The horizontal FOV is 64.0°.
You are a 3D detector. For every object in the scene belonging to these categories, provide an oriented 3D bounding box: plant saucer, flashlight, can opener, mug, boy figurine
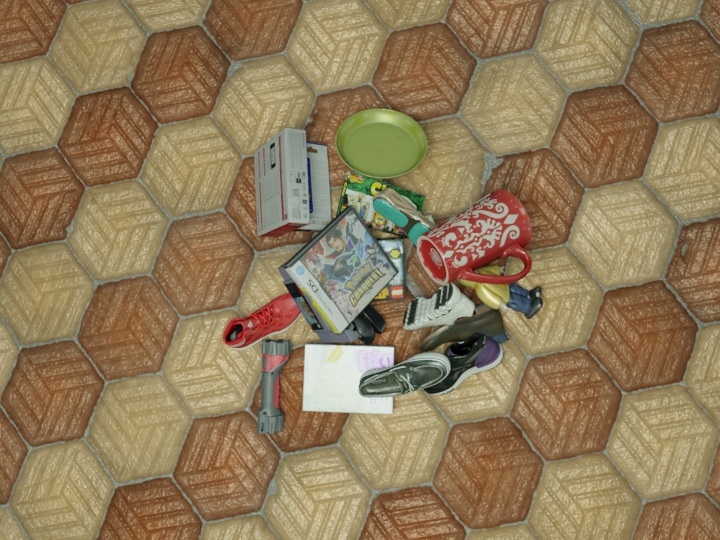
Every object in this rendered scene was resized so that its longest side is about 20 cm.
[{"bbox_3d":[0.045,-0.269,1.246,0.198,0.031,0.202,1,59,-1],"label":"plant saucer"},{"bbox_3d":[-0.190,0.254,1.277,0.067,0.068,0.202,1,89,5],"label":"flashlight"},{"bbox_3d":[-0.037,0.085,1.259,0.200,0.063,0.079,41,51,-6],"label":"can opener"},{"bbox_3d":[0.233,-0.053,1.140,0.199,0.177,0.134,-26,128,-17],"label":"mug"},{"bbox_3d":[0.293,0.030,1.247,0.199,0.065,0.125,26,45,-9],"label":"boy figurine"}]

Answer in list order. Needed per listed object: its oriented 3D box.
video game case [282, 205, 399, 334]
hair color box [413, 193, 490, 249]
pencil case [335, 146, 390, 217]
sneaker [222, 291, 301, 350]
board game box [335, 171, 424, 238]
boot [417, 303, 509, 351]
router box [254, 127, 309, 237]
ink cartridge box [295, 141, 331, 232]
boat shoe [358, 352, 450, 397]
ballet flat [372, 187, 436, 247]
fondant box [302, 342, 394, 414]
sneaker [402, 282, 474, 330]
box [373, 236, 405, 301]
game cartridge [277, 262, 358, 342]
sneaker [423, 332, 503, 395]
[{"bbox_3d":[-0.034,-0.003,1.184,0.200,0.025,0.181,-45,108,-26],"label":"video game case"},{"bbox_3d":[0.228,-0.070,1.282,0.199,0.065,0.110,-31,83,2],"label":"hair color box"},{"bbox_3d":[0.014,-0.179,1.295,0.089,0.078,0.202,22,86,5],"label":"pencil case"},{"bbox_3d":[-0.211,0.113,1.261,0.199,0.116,0.079,-37,84,-1],"label":"sneaker"},{"bbox_3d":[0.046,-0.139,1.262,0.199,0.023,0.106,12,90,-29],"label":"board game box"},{"bbox_3d":[0.227,0.150,1.257,0.199,0.075,0.097,-29,81,-2],"label":"boot"},{"bbox_3d":[-0.175,-0.186,1.257,0.048,0.179,0.202,0,84,-32],"label":"router box"},{"bbox_3d":[-0.115,-0.188,1.299,0.094,0.037,0.202,1,85,-38],"label":"ink cartridge box"},{"bbox_3d":[0.089,0.228,1.181,0.198,0.071,0.073,-19,103,16],"label":"boat shoe"},{"bbox_3d":[0.116,-0.107,1.228,0.200,0.068,0.067,41,49,-6],"label":"ballet flat"},{"bbox_3d":[-0.025,0.236,1.270,0.198,0.058,0.146,1,85,2],"label":"fondant box"},{"bbox_3d":[0.160,0.092,1.220,0.081,0.200,0.076,26,62,-21],"label":"sneaker"},{"bbox_3d":[0.000,0.000,1.282,0.198,0.040,0.138,-4,101,3],"label":"box"},{"bbox_3d":[-0.094,0.068,1.232,0.038,0.129,0.201,-39,105,-36],"label":"game cartridge"},{"bbox_3d":[0.196,0.189,1.218,0.200,0.076,0.087,-37,125,27],"label":"sneaker"}]
